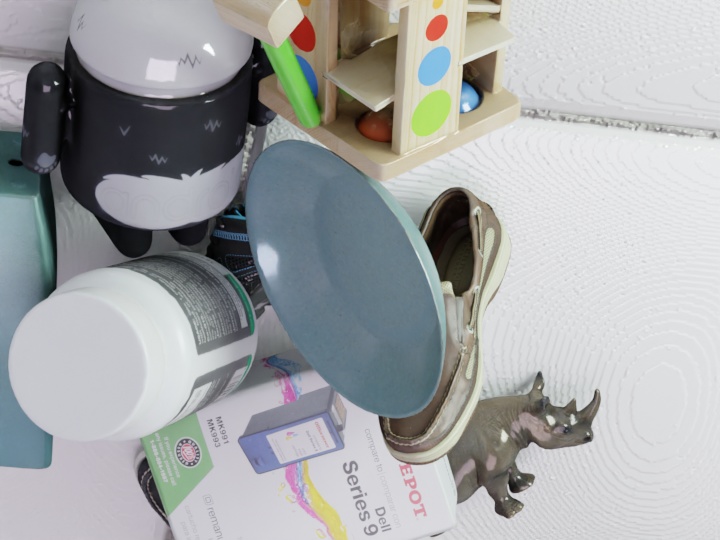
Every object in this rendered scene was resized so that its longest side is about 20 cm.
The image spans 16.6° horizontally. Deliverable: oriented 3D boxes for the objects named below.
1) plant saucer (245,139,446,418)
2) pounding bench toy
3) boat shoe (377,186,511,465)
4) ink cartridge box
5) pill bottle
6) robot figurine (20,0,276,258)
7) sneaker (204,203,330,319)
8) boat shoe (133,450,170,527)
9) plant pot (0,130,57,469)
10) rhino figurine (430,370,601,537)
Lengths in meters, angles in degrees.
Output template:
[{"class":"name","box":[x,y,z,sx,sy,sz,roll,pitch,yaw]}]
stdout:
[{"class":"plant saucer","box":[0.000,0.000,1.627,0.039,0.201,0.201,-27,135,-31]},{"class":"pounding bench toy","box":[-0.007,-0.139,1.540,0.200,0.124,0.156,-26,136,-33]},{"class":"boat shoe","box":[0.047,0.032,1.689,0.075,0.203,0.075,-1,145,22]},{"class":"ink cartridge box","box":[-0.044,0.137,1.789,0.200,0.088,0.146,-17,101,4]},{"class":"pill bottle","box":[-0.148,0.050,1.621,0.113,0.200,0.113,1,95,15]},{"class":"robot figurine","box":[-0.134,-0.109,1.611,0.125,0.150,0.200,19,129,14]},{"class":"sneaker","box":[-0.087,-0.004,1.739,0.200,0.073,0.082,-32,104,14]},{"class":"boat shoe","box":[-0.099,0.206,1.893,0.074,0.060,0.200,-29,124,18]},{"class":"plant pot","box":[-0.271,0.009,1.683,0.141,0.141,0.200,5,120,-10]},{"class":"rhino figurine","box":[0.095,0.141,1.861,0.200,0.060,0.087,-31,108,14]}]
